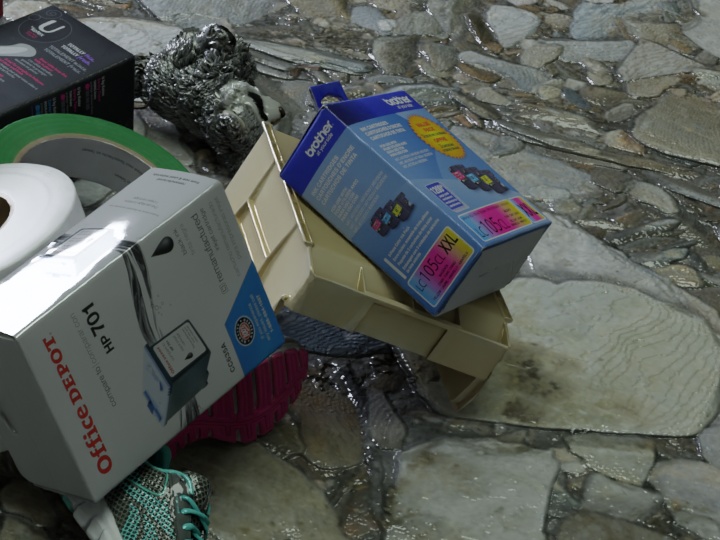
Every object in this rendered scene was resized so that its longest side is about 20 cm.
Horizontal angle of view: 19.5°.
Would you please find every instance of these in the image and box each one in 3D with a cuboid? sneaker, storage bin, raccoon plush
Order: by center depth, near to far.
[{"bbox_3d":[-0.136,0.180,1.453,0.091,0.078,0.200,-37,50,-7],"label":"sneaker"},{"bbox_3d":[-0.132,0.087,1.599,0.200,0.082,0.088,-18,44,-30],"label":"sneaker"},{"bbox_3d":[0.000,0.000,1.659,0.200,0.094,0.199,21,29,-29],"label":"storage bin"},{"bbox_3d":[-0.167,-0.137,1.929,0.199,0.097,0.134,-18,47,17],"label":"raccoon plush"}]

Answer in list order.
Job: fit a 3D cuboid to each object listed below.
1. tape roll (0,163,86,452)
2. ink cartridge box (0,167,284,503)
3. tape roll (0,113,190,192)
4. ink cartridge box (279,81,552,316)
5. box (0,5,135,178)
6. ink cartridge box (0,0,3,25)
[{"bbox_3d":[-0.286,0.027,1.560,0.202,0.140,0.203,-12,28,7],"label":"tape roll"},{"bbox_3d":[-0.167,0.044,1.475,0.086,0.147,0.200,10,41,44],"label":"ink cartridge box"},{"bbox_3d":[-0.225,-0.047,1.746,0.200,0.048,0.201,17,38,-14],"label":"tape roll"},{"bbox_3d":[0.032,-0.065,1.617,0.200,0.076,0.136,41,25,16],"label":"ink cartridge box"},{"bbox_3d":[-0.312,-0.139,1.858,0.122,0.106,0.200,34,45,32],"label":"box"},{"bbox_3d":[-0.431,-0.272,1.989,0.200,0.146,0.083,33,45,32],"label":"ink cartridge box"}]
